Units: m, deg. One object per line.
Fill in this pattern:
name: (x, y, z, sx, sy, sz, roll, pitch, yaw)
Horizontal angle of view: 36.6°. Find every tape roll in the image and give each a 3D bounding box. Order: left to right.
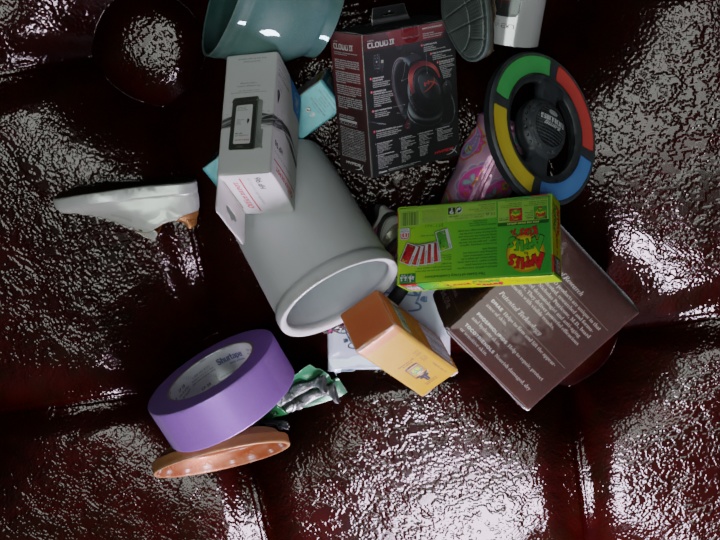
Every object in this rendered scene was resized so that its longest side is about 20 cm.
tape roll: (-0.193, 0.164, 1.515, 0.200, 0.200, 0.066, -25, 108, 12)

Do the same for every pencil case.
pencil case: (0.155, -0.104, 1.433, 0.087, 0.087, 0.201, 24, 94, -6)

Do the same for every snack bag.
snack bag: (0.042, 0.053, 1.554, 0.188, 0.021, 0.201, -1, 108, 2)

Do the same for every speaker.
speaker: (0.199, -0.381, 1.353, 0.081, 0.081, 0.201, 8, 112, 0)

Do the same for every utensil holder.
utensil holder: (-0.073, -0.043, 1.407, 0.170, 0.170, 0.200, -38, 68, 15)

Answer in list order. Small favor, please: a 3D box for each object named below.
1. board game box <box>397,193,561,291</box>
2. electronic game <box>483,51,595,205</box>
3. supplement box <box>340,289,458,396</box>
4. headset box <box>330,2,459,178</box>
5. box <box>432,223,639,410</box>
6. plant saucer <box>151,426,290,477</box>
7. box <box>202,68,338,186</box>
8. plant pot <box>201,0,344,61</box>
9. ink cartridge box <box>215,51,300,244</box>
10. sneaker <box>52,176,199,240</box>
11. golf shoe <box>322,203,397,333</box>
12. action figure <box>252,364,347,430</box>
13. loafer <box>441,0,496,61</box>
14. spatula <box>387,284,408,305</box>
board game box: (0.146, -0.033, 1.356, 0.199, 0.048, 0.102, -4, 78, 22)
electronic game: (0.230, -0.180, 1.384, 0.042, 0.200, 0.200, -12, 116, 51)
supplement box: (0.055, 0.101, 1.468, 0.066, 0.069, 0.200, -36, 142, 12)
headset box: (0.045, -0.234, 1.381, 0.148, 0.075, 0.201, -19, 115, -31)
box: (0.228, 0.042, 1.455, 0.200, 0.166, 0.164, -44, 103, 9)
plant saucer: (-0.202, 0.260, 1.571, 0.200, 0.200, 0.032, -16, 75, 9)
box: (-0.112, -0.183, 1.441, 0.200, 0.082, 0.049, -35, 105, 15)
plant pot: (-0.098, -0.338, 1.334, 0.134, 0.200, 0.201, 15, 112, -21)
ink cartridge box: (-0.120, -0.144, 1.303, 0.068, 0.116, 0.201, -2, 70, 12)
sneaker: (-0.321, -0.078, 1.497, 0.199, 0.073, 0.085, -3, 108, 3)
golf shoe: (0.000, 0.000, 1.499, 0.092, 0.073, 0.200, 46, 108, 18)
action figure: (-0.131, 0.198, 1.593, 0.199, 0.055, 0.118, -21, 143, 19)
loafer: (0.133, -0.358, 1.343, 0.072, 0.063, 0.201, -17, 91, 46)
spatula: (0.078, -0.004, 1.509, 0.056, 0.021, 0.200, 35, 102, -7)
